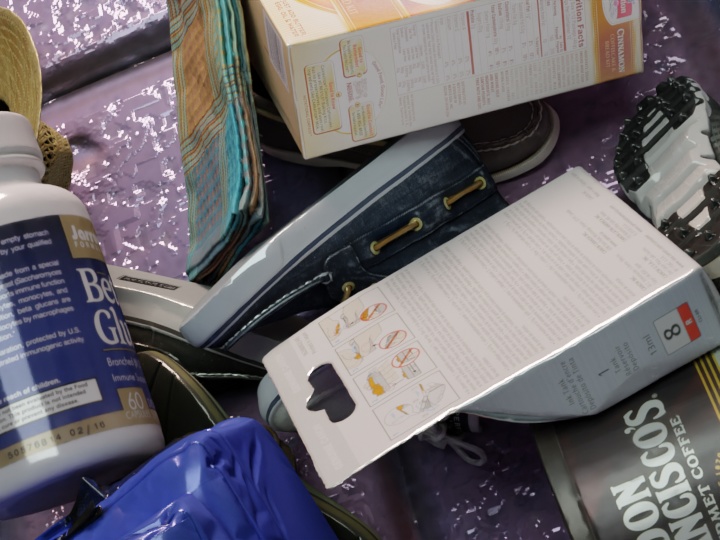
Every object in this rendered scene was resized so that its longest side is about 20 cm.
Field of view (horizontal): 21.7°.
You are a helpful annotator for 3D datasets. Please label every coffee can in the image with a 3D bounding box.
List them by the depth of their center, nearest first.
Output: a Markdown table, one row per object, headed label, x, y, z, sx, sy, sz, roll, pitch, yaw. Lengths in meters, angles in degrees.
| label | x | y | z | sx | sy | sz | roll | pitch | yaw |
| --- | --- | --- | --- | --- | --- | --- | --- | --- | --- |
| coffee can | 0.198 | 0.092 | 0.896 | 0.199 | 0.147 | 0.147 | -24 | 58 | 7 |

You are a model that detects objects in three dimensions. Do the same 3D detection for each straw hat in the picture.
| label | x | y | z | sx | sy | sz | roll | pitch | yaw |
| --- | --- | --- | --- | --- | --- | --- | --- | --- | --- |
| straw hat | -0.229 | -0.057 | 1.167 | 0.200 | 0.085 | 0.203 | -20 | 61 | 39 |

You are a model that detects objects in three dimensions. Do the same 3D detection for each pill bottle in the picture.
| label | x | y | z | sx | sy | sz | roll | pitch | yaw |
| --- | --- | --- | --- | --- | --- | --- | --- | --- | --- |
| pill bottle | -0.186 | 0.022 | 1.007 | 0.110 | 0.111 | 0.201 | -22 | 78 | 8 |

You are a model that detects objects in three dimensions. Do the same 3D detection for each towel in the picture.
| label | x | y | z | sx | sy | sz | roll | pitch | yaw |
| --- | --- | --- | --- | --- | --- | --- | --- | --- | --- |
| towel | -0.089 | -0.103 | 1.094 | 0.022 | 0.147 | 0.202 | -3 | 74 | -18 |

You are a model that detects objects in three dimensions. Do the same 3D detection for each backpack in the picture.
| label | x | y | z | sx | sy | sz | roll | pitch | yaw |
| --- | --- | --- | --- | --- | --- | --- | --- | --- | --- |
| backpack | -0.115 | 0.186 | 0.936 | 0.199 | 0.168 | 0.163 | -34 | 81 | 15 |

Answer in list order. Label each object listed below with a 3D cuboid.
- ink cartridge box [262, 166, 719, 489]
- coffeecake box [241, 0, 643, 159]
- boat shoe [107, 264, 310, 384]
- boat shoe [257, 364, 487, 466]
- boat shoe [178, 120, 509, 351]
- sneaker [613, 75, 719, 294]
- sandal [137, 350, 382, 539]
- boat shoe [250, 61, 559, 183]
| label | x | y | z | sx | sy | sz | roll | pitch | yaw |
| --- | --- | --- | --- | --- | --- | --- | --- | --- | --- |
| ink cartridge box | 0.061 | 0.037 | 0.919 | 0.199 | 0.050 | 0.162 | -32 | 25 | -2 |
| coffeecake box | 0.039 | -0.151 | 1.060 | 0.198 | 0.074 | 0.154 | -15 | 34 | -10 |
| boat shoe | -0.109 | 0.042 | 1.091 | 0.198 | 0.071 | 0.064 | 14 | 102 | 18 |
| boat shoe | 0.046 | 0.065 | 1.017 | 0.200 | 0.075 | 0.087 | -19 | 61 | -1 |
| boat shoe | 0.000 | 0.000 | 1.032 | 0.200 | 0.071 | 0.091 | -39 | 95 | -16 |
| sneaker | 0.191 | -0.034 | 1.002 | 0.066 | 0.090 | 0.200 | -43 | 23 | 18 |
| sandal | -0.061 | 0.123 | 1.034 | 0.201 | 0.057 | 0.080 | 39 | 112 | 15 |
| boat shoe | 0.018 | -0.096 | 1.111 | 0.198 | 0.060 | 0.072 | 8 | 66 | 24 |
